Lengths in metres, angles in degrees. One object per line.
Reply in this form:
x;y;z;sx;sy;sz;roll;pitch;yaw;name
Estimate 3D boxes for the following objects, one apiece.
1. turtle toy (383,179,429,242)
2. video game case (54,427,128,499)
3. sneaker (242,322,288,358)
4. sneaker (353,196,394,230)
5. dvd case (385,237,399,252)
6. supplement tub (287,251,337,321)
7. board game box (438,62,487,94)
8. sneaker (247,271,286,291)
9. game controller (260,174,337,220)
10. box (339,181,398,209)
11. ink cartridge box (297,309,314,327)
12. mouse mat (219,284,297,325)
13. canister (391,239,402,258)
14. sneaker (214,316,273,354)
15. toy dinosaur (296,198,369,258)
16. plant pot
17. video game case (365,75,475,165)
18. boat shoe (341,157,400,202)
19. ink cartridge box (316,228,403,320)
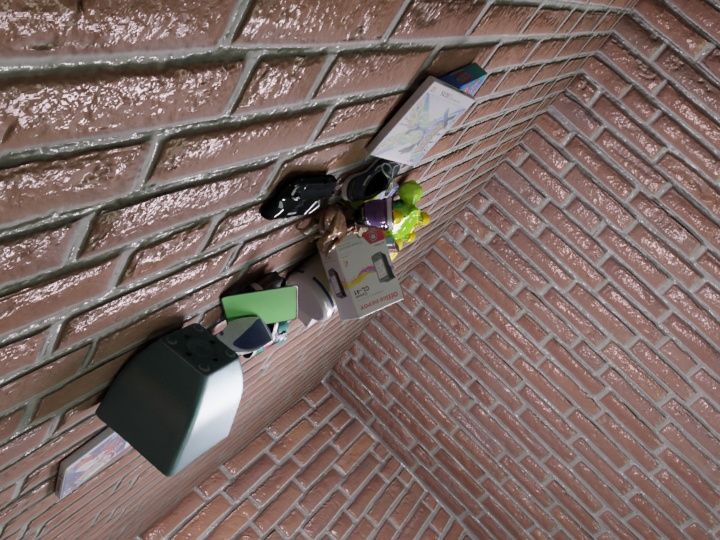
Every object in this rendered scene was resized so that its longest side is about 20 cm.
0.112;-0.161;1.918;0.145;0.101;0.200;-1;142;-39;turtle toy
-0.567;0.395;1.494;0.200;0.023;0.182;-38;167;-42;video game case
-0.228;0.146;1.754;0.121;0.084;0.200;-31;171;-42;sneaker
0.029;-0.127;1.504;0.087;0.076;0.200;-2;178;2;sneaker
0.029;-0.069;1.896;0.200;0.145;0.022;27;65;-81;dvd case
-0.070;0.015;1.724;0.200;0.145;0.145;-41;170;-28;supplement tub
0.188;-0.374;1.535;0.200;0.045;0.152;-37;167;-46;board game box
-0.202;0.058;1.557;0.090;0.066;0.200;-41;167;-18;sneaker
-0.111;-0.136;1.267;0.104;0.042;0.200;-34;175;21;game controller
0.015;-0.164;1.654;0.122;0.048;0.200;-51;169;27;box
-0.099;0.049;1.926;0.146;0.084;0.200;-37;168;-42;ink cartridge box
-0.214;0.081;1.479;0.160;0.008;0.200;-9;157;-9;mouse mat
0.029;-0.039;2.129;0.200;0.087;0.149;-32;163;-53;canister
-0.296;0.166;1.531;0.199;0.081;0.115;-24;177;-7;sneaker
-0.056;-0.105;1.482;0.136;0.086;0.200;-47;165;0;toy dinosaur
-0.337;0.219;1.296;0.201;0.196;0.196;-61;166;23;plant pot
0.127;-0.304;1.431;0.200;0.022;0.182;-45;156;26;video game case
0.038;-0.200;1.506;0.200;0.062;0.075;-31;131;-49;boat shoe
0.000;0.000;1.634;0.147;0.201;0.085;-21;-176;-31;ink cartridge box
